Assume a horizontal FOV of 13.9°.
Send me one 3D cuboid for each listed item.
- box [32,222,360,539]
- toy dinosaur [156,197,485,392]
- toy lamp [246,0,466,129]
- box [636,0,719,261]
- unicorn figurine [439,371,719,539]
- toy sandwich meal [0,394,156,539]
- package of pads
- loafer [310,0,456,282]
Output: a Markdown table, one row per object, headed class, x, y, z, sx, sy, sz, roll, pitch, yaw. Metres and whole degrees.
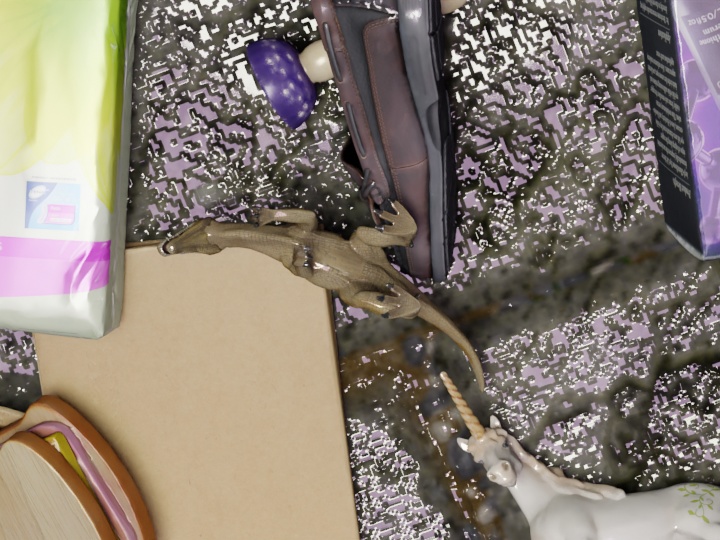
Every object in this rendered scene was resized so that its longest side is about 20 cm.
| class | x | y | z | sx | sy | sz | roll | pitch | yaw |
| --- | --- | --- | --- | --- | --- | --- | --- | --- | --- |
| box | -0.088 | 0.081 | 1.597 | 0.163 | 0.021 | 0.200 | -6 | 101 | 5 |
| toy dinosaur | 0.000 | 0.000 | 1.521 | 0.200 | 0.101 | 0.058 | 22 | 77 | -17 |
| toy lamp | 0.041 | -0.140 | 1.527 | 0.200 | 0.058 | 0.058 | -27 | 99 | 12 |
| box | 0.220 | -0.117 | 1.485 | 0.148 | 0.104 | 0.200 | -10 | 101 | -3 |
| unicorn figurine | 0.134 | 0.140 | 1.558 | 0.200 | 0.138 | 0.074 | 9 | 130 | -19 |
| toy sandwich meal | -0.204 | 0.163 | 1.583 | 0.205 | 0.070 | 0.206 | 3 | 104 | 13 |
| package of pads | -0.199 | -0.070 | 1.540 | 0.154 | 0.068 | 0.200 | 5 | 95 | 6 |
| loafer | 0.014 | -0.076 | 1.507 | 0.063 | 0.072 | 0.200 | 0 | 134 | 7 |
